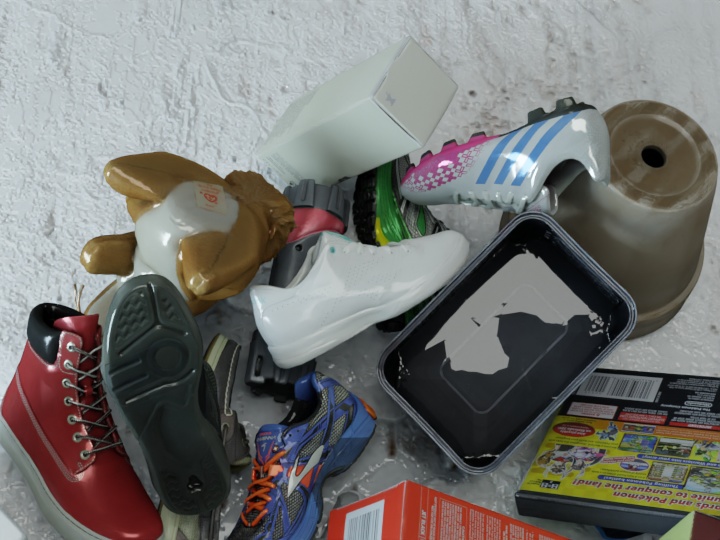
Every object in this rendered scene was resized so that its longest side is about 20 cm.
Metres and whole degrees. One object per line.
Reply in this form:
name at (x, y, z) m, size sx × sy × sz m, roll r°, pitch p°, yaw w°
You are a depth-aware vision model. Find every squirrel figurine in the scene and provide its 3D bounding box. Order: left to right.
squirrel figurine at (-0.152, 0.003, 1.074) m, size 0.141 × 0.187 × 0.200 m, roll 43°, pitch 36°, yaw 15°

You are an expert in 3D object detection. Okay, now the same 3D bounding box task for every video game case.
video game case at (0.250, 0.148, 1.041) m, size 0.198 × 0.026 × 0.181 m, roll 2°, pitch 33°, yaw 29°

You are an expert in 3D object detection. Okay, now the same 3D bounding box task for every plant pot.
plant pot at (0.244, -0.060, 1.156) m, size 0.198 × 0.174 × 0.202 m, roll 4°, pitch 61°, yaw -8°

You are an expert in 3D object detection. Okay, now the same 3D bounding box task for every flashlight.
flashlight at (-0.053, 0.019, 1.132) m, size 0.067 × 0.068 × 0.202 m, roll 0°, pitch 64°, yaw 13°

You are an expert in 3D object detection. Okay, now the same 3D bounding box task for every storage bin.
storage bin at (0.123, 0.064, 1.071) m, size 0.200 × 0.094 × 0.135 m, roll -45°, pitch 81°, yaw -2°

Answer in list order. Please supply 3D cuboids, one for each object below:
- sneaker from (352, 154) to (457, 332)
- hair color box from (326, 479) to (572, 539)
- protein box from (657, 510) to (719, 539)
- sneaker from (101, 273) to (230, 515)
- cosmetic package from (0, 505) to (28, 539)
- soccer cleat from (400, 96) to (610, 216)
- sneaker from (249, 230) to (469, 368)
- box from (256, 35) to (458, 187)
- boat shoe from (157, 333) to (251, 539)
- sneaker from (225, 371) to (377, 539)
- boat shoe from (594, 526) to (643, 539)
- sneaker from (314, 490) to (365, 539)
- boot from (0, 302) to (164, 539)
sneaker at (0.043, -0.039, 1.177) m, size 0.084 × 0.078 × 0.202 m, roll -2°, pitch 71°, yaw -18°
hair color box at (0.081, 0.229, 0.971) m, size 0.199 × 0.101 × 0.062 m, roll 25°, pitch 55°, yaw -29°
protein box at (0.262, 0.320, 0.939) m, size 0.134 × 0.200 × 0.200 m, roll 18°, pitch 61°, yaw 1°
sneaker at (-0.151, 0.078, 0.949) m, size 0.076 × 0.201 × 0.114 m, roll -19°, pitch 32°, yaw -8°
cosmetic package at (-0.344, 0.215, 0.899) m, size 0.165 × 0.200 × 0.165 m, roll 43°, pitch 64°, yaw 13°
soccer cleat at (0.123, -0.079, 1.082) m, size 0.070 × 0.199 × 0.087 m, roll 3°, pitch 70°, yaw -57°
sneaker at (0.000, 0.000, 1.060) m, size 0.199 × 0.075 × 0.089 m, roll -29°, pitch 98°, yaw -17°
box at (-0.007, -0.135, 1.138) m, size 0.068 × 0.199 × 0.082 m, roll 42°, pitch 62°, yaw -20°
boat shoe at (-0.124, 0.154, 1.046) m, size 0.065 × 0.072 × 0.202 m, roll 16°, pitch 66°, yaw -6°
sneaker at (-0.065, 0.165, 1.028) m, size 0.079 × 0.075 × 0.201 m, roll 51°, pitch 49°, yaw -23°
boat shoe at (0.293, 0.175, 1.096) m, size 0.199 × 0.069 × 0.084 m, roll -34°, pitch 72°, yaw -23°
sneaker at (-0.050, 0.258, 0.995) m, size 0.081 × 0.075 × 0.201 m, roll 21°, pitch 58°, yaw 8°
boot at (-0.210, 0.119, 0.978) m, size 0.200 × 0.145 × 0.072 m, roll 40°, pitch 30°, yaw 30°
